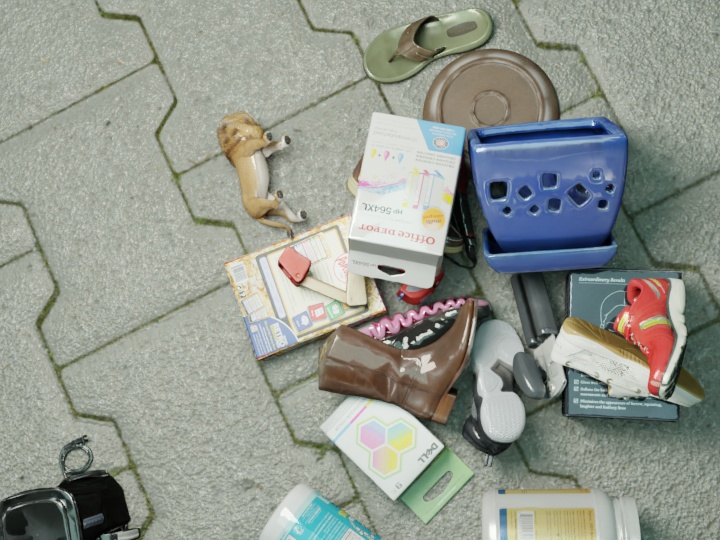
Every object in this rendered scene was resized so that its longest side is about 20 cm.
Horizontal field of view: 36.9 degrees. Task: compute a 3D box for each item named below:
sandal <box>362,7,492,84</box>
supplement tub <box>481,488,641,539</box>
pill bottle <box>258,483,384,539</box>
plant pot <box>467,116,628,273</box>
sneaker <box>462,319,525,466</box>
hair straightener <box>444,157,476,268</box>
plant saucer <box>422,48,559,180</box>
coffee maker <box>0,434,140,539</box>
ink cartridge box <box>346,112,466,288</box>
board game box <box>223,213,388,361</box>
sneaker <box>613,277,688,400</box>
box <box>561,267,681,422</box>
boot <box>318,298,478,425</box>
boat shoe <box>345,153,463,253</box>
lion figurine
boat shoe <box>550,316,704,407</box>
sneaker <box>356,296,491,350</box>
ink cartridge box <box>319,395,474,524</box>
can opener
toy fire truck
[{"bbox_3d":[0.095,-0.339,1.576,0.200,0.057,0.080,-22,80,4],"label":"sandal"},{"bbox_3d":[0.261,0.361,1.419,0.199,0.145,0.145,-2,82,8],"label":"supplement tub"},{"bbox_3d":[-0.033,0.389,1.473,0.200,0.111,0.111,34,88,10],"label":"pill bottle"},{"bbox_3d":[0.248,-0.100,1.447,0.199,0.200,0.180,-3,104,6],"label":"plant pot"},{"bbox_3d":[0.178,0.170,1.491,0.075,0.114,0.200,9,48,-7],"label":"sneaker"},{"bbox_3d":[0.127,-0.098,1.548,0.077,0.041,0.201,-10,97,47],"label":"hair straightener"},{"bbox_3d":[0.188,-0.229,1.564,0.199,0.032,0.201,-1,82,9],"label":"plant saucer"},{"bbox_3d":[-0.415,0.338,1.486,0.135,0.200,0.192,-34,80,1],"label":"coffee maker"},{"bbox_3d":[0.059,-0.086,1.430,0.128,0.125,0.201,10,78,3],"label":"ink cartridge box"},{"bbox_3d":[-0.079,0.026,1.558,0.199,0.046,0.152,-21,80,5],"label":"board game box"},{"bbox_3d":[0.356,0.083,1.335,0.085,0.200,0.077,7,128,9],"label":"sneaker"},{"bbox_3d":[0.351,0.101,1.460,0.148,0.107,0.201,2,84,8],"label":"box"},{"bbox_3d":[0.047,0.099,1.459,0.199,0.064,0.187,18,93,5],"label":"boot"},{"bbox_3d":[0.070,-0.099,1.524,0.200,0.072,0.072,39,119,23],"label":"boat shoe"},{"bbox_3d":[-0.152,-0.138,1.575,0.122,0.072,0.201,-9,88,40],"label":"lion figurine"},{"bbox_3d":[0.337,0.130,1.376,0.200,0.071,0.069,26,113,2],"label":"boat shoe"},{"bbox_3d":[0.094,0.096,1.515,0.199,0.079,0.096,-18,88,6],"label":"sneaker"},{"bbox_3d":[0.051,0.250,1.505,0.200,0.059,0.104,44,90,11],"label":"ink cartridge box"},{"bbox_3d":[0.231,0.081,1.464,0.067,0.053,0.201,7,55,-26],"label":"can opener"},{"bbox_3d":[0.000,0.000,1.502,0.200,0.049,0.141,37,78,3],"label":"toy fire truck"}]
